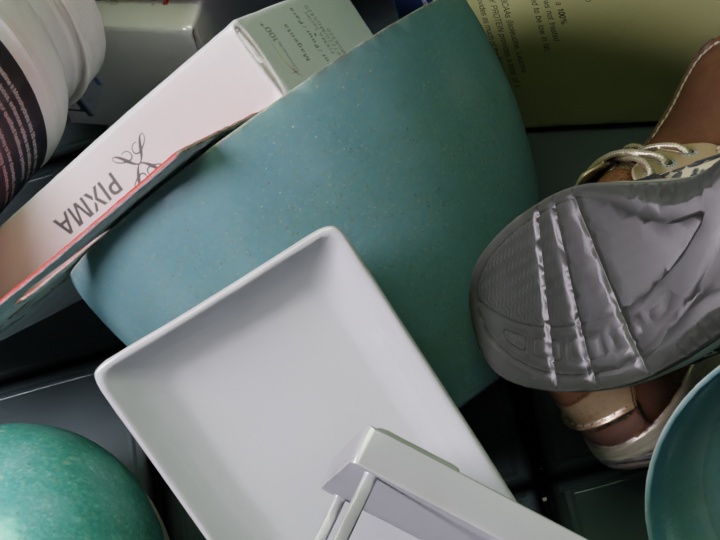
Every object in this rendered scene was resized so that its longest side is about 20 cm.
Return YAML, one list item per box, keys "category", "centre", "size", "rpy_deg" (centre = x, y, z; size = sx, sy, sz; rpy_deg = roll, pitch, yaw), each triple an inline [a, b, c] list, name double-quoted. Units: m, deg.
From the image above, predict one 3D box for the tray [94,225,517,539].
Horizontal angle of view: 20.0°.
- category: "tray"
  centre: [-0.003, 0.086, 0.770]
  size: [0.107, 0.201, 0.022]
  rpy_deg: [-31, 18, 6]

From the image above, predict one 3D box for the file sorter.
- category: "file sorter"
  centre: [0.058, 0.156, 0.673]
  size: [0.199, 0.139, 0.125]
  rpy_deg: [28, 79, 0]

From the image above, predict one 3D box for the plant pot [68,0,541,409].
- category: "plant pot"
  centre: [0.000, 0.000, 0.840]
  size: [0.199, 0.200, 0.135]
  rpy_deg: [-36, 89, -9]

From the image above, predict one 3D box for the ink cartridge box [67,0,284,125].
- category: "ink cartridge box"
  centre: [-0.141, -0.155, 1.038]
  size: [0.198, 0.086, 0.147]
  rpy_deg: [4, 57, 21]

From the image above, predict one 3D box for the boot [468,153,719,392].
- category: "boot"
  centre: [0.155, -0.004, 0.742]
  size: [0.203, 0.153, 0.074]
  rpy_deg: [-22, 75, 42]

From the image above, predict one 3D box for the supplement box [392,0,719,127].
- category: "supplement box"
  centre: [0.116, -0.177, 0.900]
  size: [0.198, 0.201, 0.135]
  rpy_deg: [-2, 56, 17]

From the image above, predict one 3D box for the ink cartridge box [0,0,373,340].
- category: "ink cartridge box"
  centre: [-0.104, -0.033, 0.850]
  size: [0.200, 0.173, 0.044]
  rpy_deg: [-37, 87, 32]

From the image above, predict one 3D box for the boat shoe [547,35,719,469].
- category: "boat shoe"
  centre: [0.125, -0.020, 0.830]
  size: [0.075, 0.072, 0.201]
  rpy_deg: [-15, 46, 50]

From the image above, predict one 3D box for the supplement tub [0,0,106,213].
- category: "supplement tub"
  centre: [-0.215, -0.062, 0.880]
  size: [0.139, 0.141, 0.200]
  rpy_deg: [19, 55, 27]

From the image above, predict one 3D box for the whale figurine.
- category: "whale figurine"
  centre: [-0.175, 0.140, 0.829]
  size: [0.199, 0.104, 0.160]
  rpy_deg: [-28, 53, -3]

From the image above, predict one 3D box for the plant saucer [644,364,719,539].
- category: "plant saucer"
  centre: [0.198, 0.087, 0.701]
  size: [0.198, 0.201, 0.027]
  rpy_deg: [4, 37, 20]
